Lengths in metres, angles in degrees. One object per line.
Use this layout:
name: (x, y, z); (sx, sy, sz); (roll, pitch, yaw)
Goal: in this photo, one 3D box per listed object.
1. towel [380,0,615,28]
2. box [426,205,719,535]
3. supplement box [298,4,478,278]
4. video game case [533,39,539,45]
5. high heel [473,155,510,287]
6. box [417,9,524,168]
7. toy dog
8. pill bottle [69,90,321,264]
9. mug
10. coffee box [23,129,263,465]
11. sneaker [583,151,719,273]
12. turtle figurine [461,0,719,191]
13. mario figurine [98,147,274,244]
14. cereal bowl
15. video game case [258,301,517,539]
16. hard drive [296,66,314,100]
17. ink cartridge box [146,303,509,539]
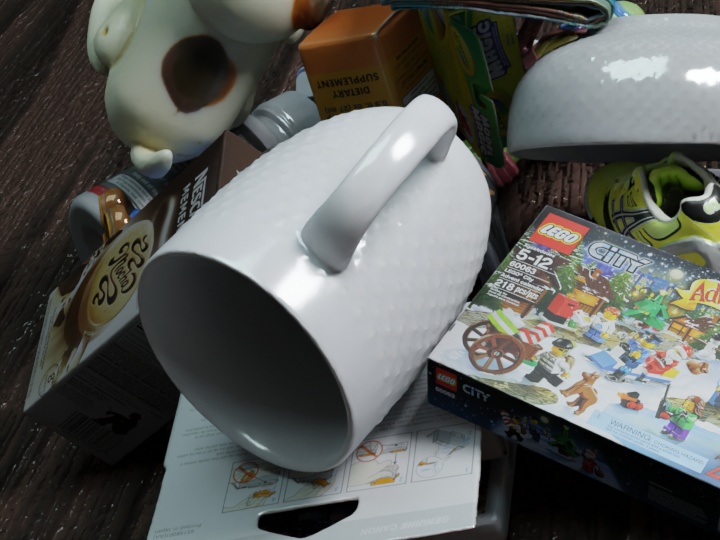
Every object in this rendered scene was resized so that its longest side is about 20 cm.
towel: (0.090, -0.213, 1.199); (0.145, 0.022, 0.201); (5, 34, 2)
box: (0.153, 0.052, 0.985); (0.198, 0.038, 0.137); (23, 51, 23)
supplement box: (0.026, -0.076, 1.258); (0.066, 0.202, 0.069); (-5, 28, 31)
video game case: (0.099, -0.164, 1.472); (0.142, 0.018, 0.199); (0, -3, 35)
high heel: (0.000, 0.000, 1.190); (0.198, 0.144, 0.072); (-19, 26, 3)
box: (0.064, -0.165, 1.250); (0.048, 0.118, 0.201); (-20, 40, -4)
toy dog: (-0.105, -0.179, 1.287); (0.200, 0.139, 0.195); (-45, 15, 43)
pill bottle: (-0.111, -0.049, 1.413); (0.199, 0.115, 0.114); (-31, 27, -24)
mug: (-0.005, -0.016, 0.991); (0.175, 0.147, 0.200); (-46, -8, -34)
coffee box: (-0.122, 0.020, 1.192); (0.200, 0.080, 0.114); (-39, 31, 32)
sneaker: (0.192, -0.041, 1.138); (0.075, 0.077, 0.200); (-25, 23, -10)
turtle figurine: (0.154, -0.086, 1.338); (0.193, 0.200, 0.145); (-35, 44, 14)
mario figurine: (-0.083, -0.054, 1.298); (0.198, 0.107, 0.124); (-7, 53, -13)
cereal bowl: (0.190, -0.113, 1.160); (0.197, 0.084, 0.200); (0, 1, 0)
video game case: (-0.001, 0.097, 1.095); (0.198, 0.023, 0.183); (-10, 39, 20)
hard drive: (0.066, -0.144, 1.429); (0.198, 0.026, 0.132); (2, -3, -23)
ink cartridge box: (-0.015, 0.104, 1.039); (0.198, 0.044, 0.175); (-11, 40, 18)
